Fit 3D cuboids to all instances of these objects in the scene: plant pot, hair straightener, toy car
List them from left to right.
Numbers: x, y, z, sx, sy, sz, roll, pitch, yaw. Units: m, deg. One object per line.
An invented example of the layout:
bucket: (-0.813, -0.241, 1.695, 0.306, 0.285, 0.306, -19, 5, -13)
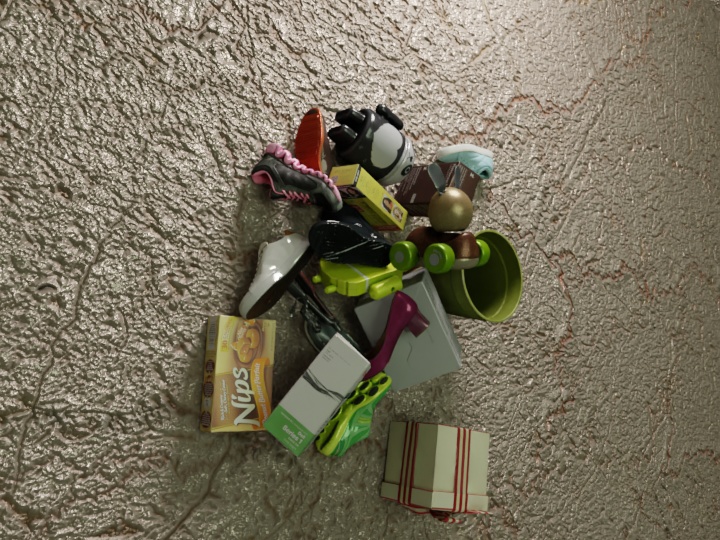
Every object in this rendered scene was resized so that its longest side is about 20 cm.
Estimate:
hair straightener: (-0.109, 0.074, 1.135, 0.077, 0.041, 0.200, -39, 94, -33)
toy car: (0.156, -0.104, 1.127, 0.164, 0.157, 0.202, -8, 100, -49)
plant pot: (0.230, 0.023, 1.330, 0.199, 0.192, 0.202, 7, 79, -37)

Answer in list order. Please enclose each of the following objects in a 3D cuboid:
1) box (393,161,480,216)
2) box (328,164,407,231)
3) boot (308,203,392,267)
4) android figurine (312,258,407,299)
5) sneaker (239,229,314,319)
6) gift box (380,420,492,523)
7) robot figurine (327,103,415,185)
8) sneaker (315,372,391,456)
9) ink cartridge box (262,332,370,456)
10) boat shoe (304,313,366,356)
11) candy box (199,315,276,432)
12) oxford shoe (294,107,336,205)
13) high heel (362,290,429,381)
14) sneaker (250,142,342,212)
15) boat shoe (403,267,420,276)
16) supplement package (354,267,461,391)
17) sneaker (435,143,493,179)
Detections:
box: (0.163, -0.176, 1.294, 0.075, 0.200, 0.101, 28, 80, -30)
box: (0.018, -0.150, 1.238, 0.200, 0.075, 0.050, 37, 63, -47)
boot: (-0.044, -0.080, 1.157, 0.199, 0.168, 0.077, 12, 112, -36)
android figurine: (0.000, 0.000, 1.174, 0.199, 0.182, 0.041, -20, 127, -32)
sneaker: (-0.172, 0.004, 1.080, 0.084, 0.073, 0.200, 30, 57, 14)
gift box: (0.175, 0.428, 1.236, 0.199, 0.184, 0.188, 18, 71, -28)
robot figurine: (0.028, -0.268, 1.260, 0.199, 0.150, 0.125, 31, 26, -30)
sneaker: (-0.009, 0.287, 1.173, 0.200, 0.074, 0.084, -49, 134, -4)
ink cartridge box: (-0.071, 0.220, 1.046, 0.084, 0.146, 0.200, 39, 82, 8)
boat shoe: (-0.031, 0.157, 1.192, 0.200, 0.062, 0.073, 48, 58, -22)
candy box: (-0.218, 0.185, 1.049, 0.115, 0.055, 0.202, 10, 78, -36)
oxford shoe: (-0.088, -0.234, 1.214, 0.072, 0.071, 0.202, 1, 89, -55)
high heel: (0.035, 0.130, 1.141, 0.200, 0.067, 0.096, -43, 105, 1)
sneaker: (-0.127, -0.159, 1.122, 0.199, 0.079, 0.095, 34, 66, 17)
boat shoe: (0.066, -0.013, 1.288, 0.199, 0.069, 0.074, -16, 93, -38)
supplement package: (0.103, 0.122, 1.224, 0.201, 0.155, 0.111, 65, 16, -10)
sneaker: (0.274, -0.270, 1.484, 0.199, 0.074, 0.083, -2, 81, -37)
